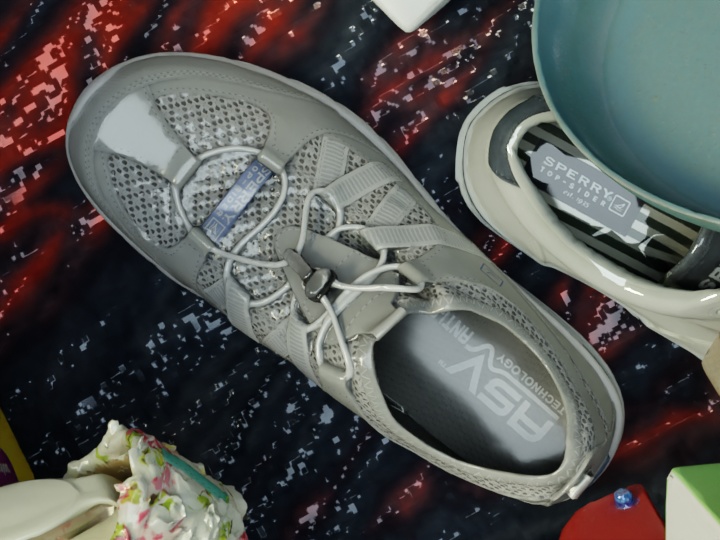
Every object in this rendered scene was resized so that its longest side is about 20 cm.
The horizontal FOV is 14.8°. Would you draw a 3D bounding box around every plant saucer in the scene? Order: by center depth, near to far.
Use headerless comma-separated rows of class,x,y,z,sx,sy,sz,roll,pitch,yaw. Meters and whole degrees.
plant saucer,0.149,-0.076,0.794,0.199,0.200,0.027,-19,134,2

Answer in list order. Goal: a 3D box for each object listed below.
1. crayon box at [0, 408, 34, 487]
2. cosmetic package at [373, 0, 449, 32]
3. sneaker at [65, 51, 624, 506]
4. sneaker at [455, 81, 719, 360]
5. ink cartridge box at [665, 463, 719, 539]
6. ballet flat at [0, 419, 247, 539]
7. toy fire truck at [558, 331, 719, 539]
crayon box,-0.169,-0.004,0.762,0.058,0.200,0.173,-28,83,3
cosmetic package,0.063,-0.162,0.810,0.200,0.101,0.071,-42,93,3
sneaker,0.000,0.000,0.835,0.200,0.082,0.075,33,95,-3
sneaker,0.120,0.004,0.841,0.199,0.071,0.073,22,95,-4
ink cartridge box,0.189,0.127,0.765,0.199,0.084,0.146,-4,104,-8
ballet flat,-0.125,0.104,0.771,0.200,0.076,0.064,-32,126,-4
toy fire truck,0.141,0.045,0.805,0.199,0.049,0.141,-22,122,-2
